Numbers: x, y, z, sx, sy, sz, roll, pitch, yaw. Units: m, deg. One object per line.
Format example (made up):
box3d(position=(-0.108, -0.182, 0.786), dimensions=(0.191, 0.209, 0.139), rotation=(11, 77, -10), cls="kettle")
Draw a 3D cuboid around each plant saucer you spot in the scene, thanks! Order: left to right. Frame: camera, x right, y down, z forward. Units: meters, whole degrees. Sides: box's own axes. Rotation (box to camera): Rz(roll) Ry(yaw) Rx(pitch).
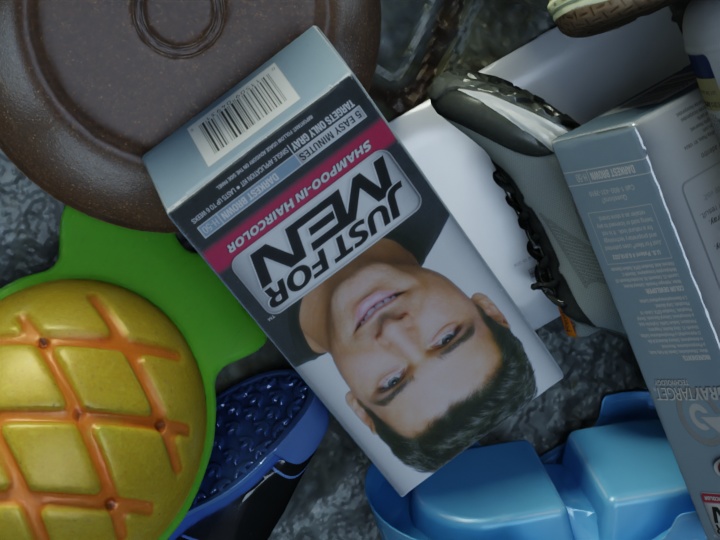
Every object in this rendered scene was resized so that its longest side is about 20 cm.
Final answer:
box3d(position=(-0.084, -0.117, 0.827), dimensions=(0.199, 0.037, 0.202), rotation=(-1, 93, -12), cls="plant saucer")

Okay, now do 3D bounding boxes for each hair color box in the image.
box3d(position=(0.000, 0.000, 0.832), dimensions=(0.099, 0.061, 0.200), rotation=(-36, 124, 2), cls="hair color box")
box3d(position=(0.171, 0.013, 0.808), dimensions=(0.099, 0.060, 0.201), rotation=(-28, 100, -30), cls="hair color box")

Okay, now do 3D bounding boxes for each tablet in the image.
box3d(position=(0.086, -0.041, 0.902), dimensions=(0.199, 0.014, 0.131), rotation=(-30, 105, -4), cls="tablet")

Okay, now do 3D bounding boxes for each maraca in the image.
box3d(position=(-0.125, 0.057, 0.840), dimensions=(0.137, 0.107, 0.201), rotation=(36, 69, -11), cls="maraca")

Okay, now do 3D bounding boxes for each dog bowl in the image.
box3d(position=(0.102, 0.115, 0.893), dimensions=(0.198, 0.112, 0.050), rotation=(-9, 117, -9), cls="dog bowl")

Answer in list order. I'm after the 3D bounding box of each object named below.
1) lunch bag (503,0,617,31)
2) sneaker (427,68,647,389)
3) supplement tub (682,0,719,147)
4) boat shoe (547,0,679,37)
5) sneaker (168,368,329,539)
box3d(position=(0.076, -0.217, 0.782), dimensions=(0.117, 0.164, 0.201), rotation=(-30, 107, -4), cls="lunch bag")
box3d(position=(0.103, -0.019, 0.867), dimensions=(0.200, 0.074, 0.079), rotation=(42, 97, -16), cls="sneaker")
box3d(position=(0.222, -0.035, 0.714), dimensions=(0.143, 0.144, 0.201), rotation=(-22, 99, -5), cls="supplement tub")
box3d(position=(0.148, -0.158, 0.700), dimensions=(0.199, 0.072, 0.077), rotation=(-28, 96, -17), cls="boat shoe")
box3d(position=(-0.082, 0.137, 0.887), dimensions=(0.200, 0.070, 0.078), rotation=(-44, 128, -5), cls="sneaker")
